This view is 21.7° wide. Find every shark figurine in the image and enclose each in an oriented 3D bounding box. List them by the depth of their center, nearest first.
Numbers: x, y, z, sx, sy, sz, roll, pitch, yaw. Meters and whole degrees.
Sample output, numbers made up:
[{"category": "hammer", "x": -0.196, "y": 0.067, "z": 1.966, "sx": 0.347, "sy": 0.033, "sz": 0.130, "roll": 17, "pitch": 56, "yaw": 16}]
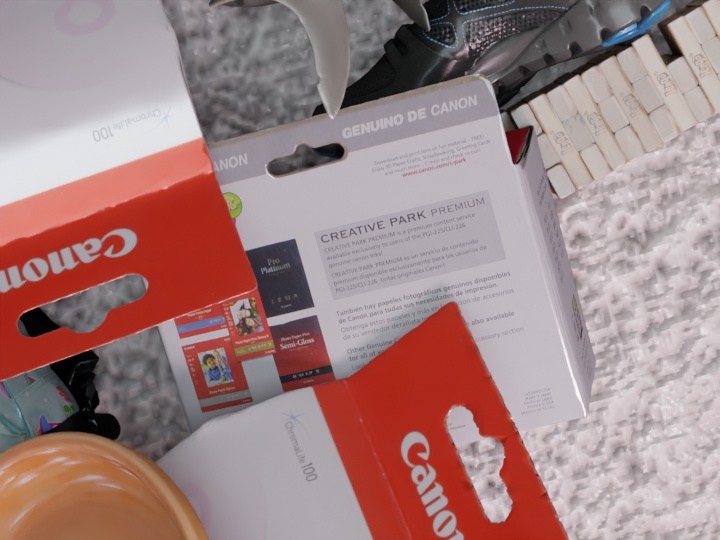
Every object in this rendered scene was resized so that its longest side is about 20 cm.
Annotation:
[{"category": "shark figurine", "x": 0.001, "y": -0.140, "z": 0.891, "sx": 0.128, "sy": 0.215, "sz": 0.090, "roll": -38, "pitch": 106, "yaw": 3}]

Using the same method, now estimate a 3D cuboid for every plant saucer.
[{"category": "plant saucer", "x": -0.133, "y": 0.176, "z": 0.857, "sx": 0.199, "sy": 0.037, "sz": 0.202, "roll": -10, "pitch": 74, "yaw": 35}]

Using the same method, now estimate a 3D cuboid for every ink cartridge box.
[{"category": "ink cartridge box", "x": -0.016, "y": 0.126, "z": 0.856, "sx": 0.200, "sy": 0.057, "sz": 0.163, "roll": -41, "pitch": 53, "yaw": 22}, {"category": "ink cartridge box", "x": -0.153, "y": -0.057, "z": 0.874, "sx": 0.161, "sy": 0.057, "sz": 0.201, "roll": -20, "pitch": 54, "yaw": -6}, {"category": "ink cartridge box", "x": 0.000, "y": 0.000, "z": 0.939, "sx": 0.198, "sy": 0.084, "sz": 0.177, "roll": -13, "pitch": 104, "yaw": 14}]

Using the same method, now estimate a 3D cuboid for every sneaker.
[{"category": "sneaker", "x": 0.056, "y": -0.122, "z": 0.955, "sx": 0.199, "sy": 0.073, "sz": 0.082, "roll": -27, "pitch": 87, "yaw": 15}]

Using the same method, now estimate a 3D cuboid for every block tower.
[{"category": "block tower", "x": 0.166, "y": -0.105, "z": 0.970, "sx": 0.199, "sy": 0.058, "sz": 0.054, "roll": -30, "pitch": 95, "yaw": 4}]

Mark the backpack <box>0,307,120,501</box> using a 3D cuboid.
[{"category": "backpack", "x": -0.237, "y": 0.043, "z": 0.950, "sx": 0.166, "sy": 0.127, "sz": 0.201, "roll": -27, "pitch": 95, "yaw": 5}]
